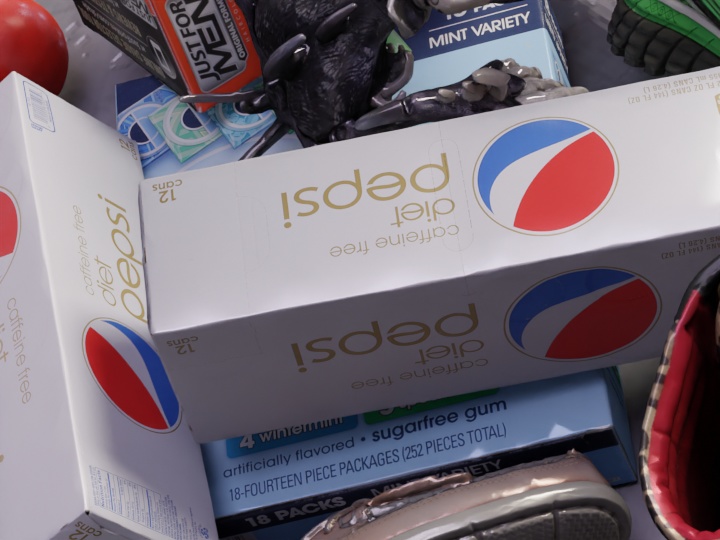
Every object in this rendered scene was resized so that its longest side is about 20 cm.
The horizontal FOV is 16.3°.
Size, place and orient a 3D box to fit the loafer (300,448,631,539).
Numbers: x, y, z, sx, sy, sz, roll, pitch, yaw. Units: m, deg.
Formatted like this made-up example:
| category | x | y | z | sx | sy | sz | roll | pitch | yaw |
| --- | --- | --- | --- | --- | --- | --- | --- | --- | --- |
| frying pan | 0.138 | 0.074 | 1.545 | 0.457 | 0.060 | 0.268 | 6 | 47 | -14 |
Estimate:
| category | x | y | z | sx | sy | sz | roll | pitch | yaw |
| --- | --- | --- | --- | --- | --- | --- | --- | --- | --- |
| loafer | -0.010 | 0.106 | 0.827 | 0.200 | 0.072 | 0.063 | -30 | 45 | 5 |

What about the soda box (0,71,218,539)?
| category | x | y | z | sx | sy | sz | roll | pitch | yaw |
| --- | --- | --- | --- | --- | --- | --- | --- | --- | --- |
| soda box | -0.107 | 0.030 | 0.865 | 0.068 | 0.064 | 0.200 | -38 | 45 | 25 |

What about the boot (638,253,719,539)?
| category | x | y | z | sx | sy | sz | roll | pitch | yaw |
| --- | --- | --- | --- | --- | --- | --- | --- | --- | --- |
| boot | 0.155 | 0.031 | 0.746 | 0.073 | 0.151 | 0.200 | 19 | 74 | 37 |

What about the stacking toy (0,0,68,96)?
| category | x | y | z | sx | sy | sz | roll | pitch | yaw |
| --- | --- | --- | --- | --- | --- | --- | --- | --- | --- |
| stacking toy | -0.172 | -0.027 | 0.975 | 0.085 | 0.085 | 0.200 | 5 | 56 | 25 |

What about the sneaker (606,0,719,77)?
| category | x | y | z | sx | sy | sz | roll | pitch | yaw |
| --- | --- | --- | --- | --- | --- | --- | --- | --- | --- |
| sneaker | 0.161 | -0.090 | 0.839 | 0.078 | 0.085 | 0.200 | -8 | 26 | -39 |

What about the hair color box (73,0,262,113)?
| category | x | y | z | sx | sy | sz | roll | pitch | yaw |
| --- | --- | --- | --- | --- | --- | --- | --- | --- | --- |
| hair color box | -0.013 | -0.151 | 0.965 | 0.200 | 0.061 | 0.101 | -35 | 40 | -15 |

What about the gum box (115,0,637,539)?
| category | x | y | z | sx | sy | sz | roll | pitch | yaw |
| --- | --- | --- | --- | --- | --- | --- | --- | --- | --- |
| gum box | 0.000 | 0.000 | 0.903 | 0.170 | 0.045 | 0.200 | -15 | 55 | 12 |

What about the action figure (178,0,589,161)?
| category | x | y | z | sx | sy | sz | roll | pitch | yaw |
| --- | --- | --- | --- | --- | --- | --- | --- | --- | --- |
| action figure | 0.030 | -0.093 | 0.865 | 0.200 | 0.102 | 0.119 | -35 | 67 | 37 |

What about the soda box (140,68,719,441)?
| category | x | y | z | sx | sy | sz | roll | pitch | yaw |
| --- | --- | --- | --- | --- | --- | --- | --- | --- | --- |
| soda box | 0.034 | -0.004 | 0.809 | 0.200 | 0.068 | 0.064 | -11 | 54 | 4 |
